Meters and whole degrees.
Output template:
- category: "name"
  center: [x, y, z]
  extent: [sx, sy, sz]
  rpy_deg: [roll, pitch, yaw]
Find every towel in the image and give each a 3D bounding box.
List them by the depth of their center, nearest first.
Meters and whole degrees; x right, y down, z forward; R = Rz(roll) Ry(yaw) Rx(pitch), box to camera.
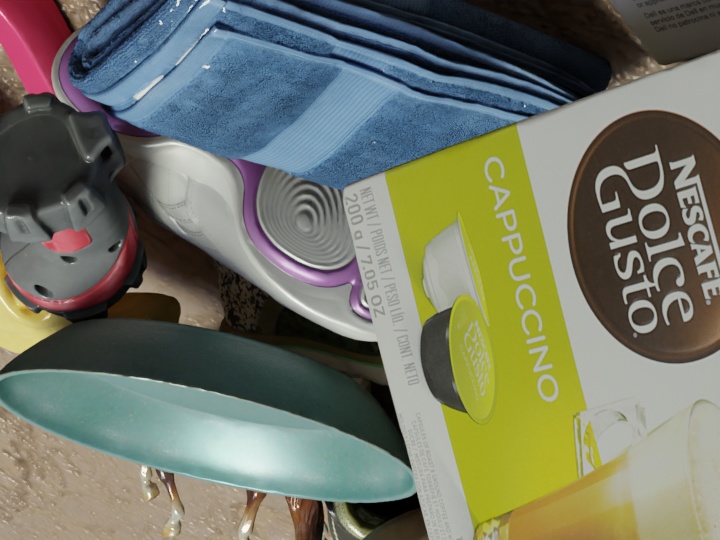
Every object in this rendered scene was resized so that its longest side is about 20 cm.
- category: "towel"
  center: [-0.005, -0.069, 1.038]
  extent: [0.200, 0.049, 0.112]
  rpy_deg: [15, 148, -31]

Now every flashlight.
- category: "flashlight"
  center: [-0.131, -0.024, 1.113]
  extent: [0.068, 0.068, 0.200]
  rpy_deg: [19, 172, 5]

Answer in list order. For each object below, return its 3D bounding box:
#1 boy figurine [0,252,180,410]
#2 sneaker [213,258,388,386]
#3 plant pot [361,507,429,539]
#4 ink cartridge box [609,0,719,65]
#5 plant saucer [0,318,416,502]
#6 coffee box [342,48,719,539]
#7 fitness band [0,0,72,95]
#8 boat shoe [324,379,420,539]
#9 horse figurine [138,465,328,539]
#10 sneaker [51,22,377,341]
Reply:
- category: "boy figurine"
  center: [-0.170, -0.004, 1.268]
  extent: [0.200, 0.065, 0.124]
  rpy_deg: [32, 149, -13]
- category: "sneaker"
  center: [0.000, 0.000, 1.201]
  extent: [0.200, 0.077, 0.089]
  rpy_deg: [-8, 114, 38]
- category: "plant pot"
  center: [0.053, 0.203, 1.294]
  extent: [0.200, 0.200, 0.175]
  rpy_deg: [14, 146, 23]
- category: "ink cartridge box"
  center: [0.110, -0.177, 0.860]
  extent: [0.146, 0.084, 0.200]
  rpy_deg: [-11, 129, 46]
- category: "plant saucer"
  center: [-0.067, 0.061, 1.204]
  extent: [0.199, 0.036, 0.200]
  rpy_deg: [12, 165, 3]
- category: "coffee box"
  center: [0.148, 0.027, 0.924]
  extent: [0.198, 0.200, 0.200]
  rpy_deg: [-17, 87, 48]
- category: "fitness band"
  center: [-0.191, -0.094, 1.253]
  extent: [0.143, 0.037, 0.200]
  rpy_deg: [5, 140, 29]
- category: "boat shoe"
  center: [0.010, 0.104, 1.324]
  extent: [0.072, 0.066, 0.201]
  rpy_deg: [26, 147, 6]
- category: "horse figurine"
  center: [-0.082, 0.082, 1.362]
  extent: [0.200, 0.050, 0.133]
  rpy_deg: [14, 123, 45]
- category: "sneaker"
  center: [-0.046, -0.036, 1.176]
  extent: [0.200, 0.075, 0.100]
  rpy_deg: [39, 166, 16]
